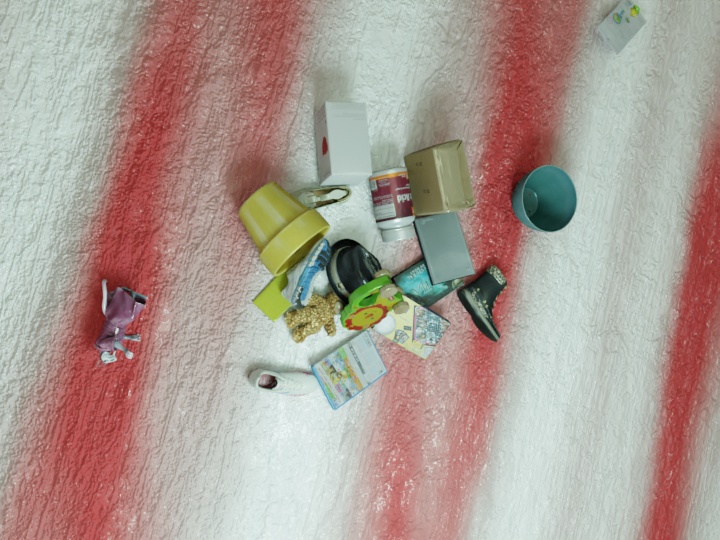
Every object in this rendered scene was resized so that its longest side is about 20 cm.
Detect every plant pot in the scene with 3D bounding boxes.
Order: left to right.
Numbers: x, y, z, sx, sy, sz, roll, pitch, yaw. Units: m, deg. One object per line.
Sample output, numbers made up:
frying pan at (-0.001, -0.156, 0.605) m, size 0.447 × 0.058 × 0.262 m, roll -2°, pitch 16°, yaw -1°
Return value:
plant pot at (-0.211, -0.120, 1.615) m, size 0.200 × 0.201 × 0.189 m, roll -41°, pitch 88°, yaw -15°
plant pot at (0.546, -0.215, 1.910) m, size 0.198 × 0.135 × 0.202 m, roll 0°, pitch 90°, yaw -20°

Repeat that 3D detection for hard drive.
hard drive at (0.247, -0.068, 1.831) m, size 0.138 × 0.033 × 0.202 m, roll -14°, pitch 81°, yaw -16°

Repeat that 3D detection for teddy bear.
teddy bear at (-0.116, 0.124, 1.711) m, size 0.198 × 0.067 × 0.146 m, roll -12°, pitch 97°, yaw -19°

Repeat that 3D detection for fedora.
fedora at (0.000, 0.000, 1.709) m, size 0.199 × 0.091 × 0.203 m, roll 12°, pitch 70°, yaw -36°

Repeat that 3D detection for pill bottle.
pill bottle at (0.093, -0.186, 1.757) m, size 0.113 × 0.114 × 0.202 m, roll -12°, pitch 95°, yaw -19°

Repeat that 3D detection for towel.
towel at (-0.199, 0.043, 1.699) m, size 0.086 × 0.018 × 0.200 m, roll 41°, pitch 78°, yaw 4°

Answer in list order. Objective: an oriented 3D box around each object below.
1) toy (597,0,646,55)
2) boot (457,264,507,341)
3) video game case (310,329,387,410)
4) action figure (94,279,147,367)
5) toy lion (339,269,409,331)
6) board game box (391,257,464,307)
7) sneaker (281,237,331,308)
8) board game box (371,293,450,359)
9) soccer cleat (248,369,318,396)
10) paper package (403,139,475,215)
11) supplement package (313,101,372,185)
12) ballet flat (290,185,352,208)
toy at (0.865, -0.815, 2.064) m, size 0.200 × 0.047 × 0.115 m, roll -46°, pitch 101°, yaw -17°
boot at (0.405, 0.101, 1.897) m, size 0.154 × 0.073 × 0.204 m, roll -40°, pitch 103°, yaw -17°
video game case at (-0.029, 0.281, 1.755) m, size 0.199 × 0.018 × 0.144 m, roll -31°, pitch 102°, yaw -26°
action figure at (-0.601, 0.138, 1.500) m, size 0.148 × 0.134 × 0.201 m, roll 28°, pitch 79°, yaw -17°
toy lion at (0.026, 0.096, 1.675) m, size 0.191 × 0.200 × 0.069 m, roll -26°, pitch 60°, yaw 7°
board game box at (0.203, 0.032, 1.846) m, size 0.199 × 0.028 × 0.136 m, roll -31°, pitch 100°, yaw -17°
sneaker at (-0.154, -0.004, 1.663) m, size 0.201 × 0.086 × 0.075 m, roll -61°, pitch 146°, yaw -6°
board game box at (0.146, 0.157, 1.802) m, size 0.199 × 0.035 × 0.136 m, roll 31°, pitch 100°, yaw -18°
soccer cleat at (-0.202, 0.309, 1.671) m, size 0.198 × 0.086 × 0.071 m, roll 8°, pitch 88°, yaw -20°
paper package at (0.222, -0.259, 1.757) m, size 0.103 × 0.200 × 0.192 m, roll -13°, pitch 96°, yaw -19°
supplement package at (-0.050, -0.344, 1.688) m, size 0.119 × 0.121 × 0.202 m, roll -4°, pitch 85°, yaw -20°
ballet flat at (-0.116, -0.203, 1.708) m, size 0.198 × 0.062 × 0.068 m, roll -17°, pitch 96°, yaw -19°
